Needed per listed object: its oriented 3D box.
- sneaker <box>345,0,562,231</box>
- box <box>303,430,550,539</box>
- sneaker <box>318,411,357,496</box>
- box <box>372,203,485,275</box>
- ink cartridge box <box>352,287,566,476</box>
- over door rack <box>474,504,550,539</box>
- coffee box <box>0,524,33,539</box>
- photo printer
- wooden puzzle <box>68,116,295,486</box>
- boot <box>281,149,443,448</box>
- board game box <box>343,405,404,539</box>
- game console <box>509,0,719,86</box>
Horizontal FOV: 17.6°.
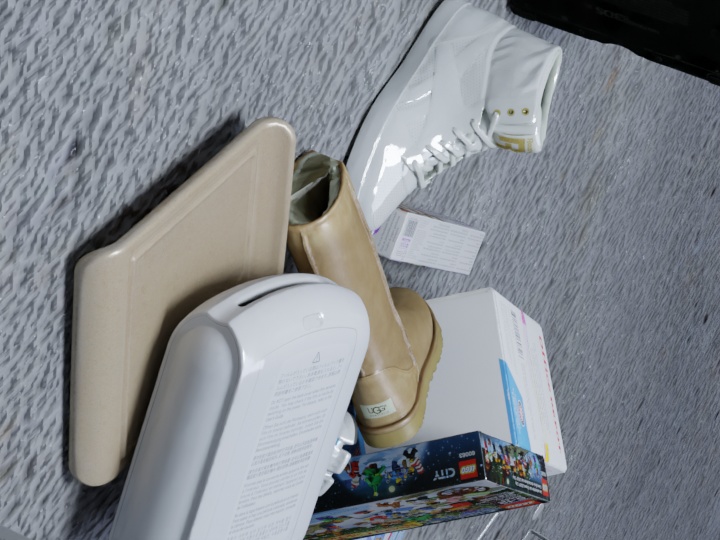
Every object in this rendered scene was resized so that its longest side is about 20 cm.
[{"bbox_3d":[0.072,-0.100,1.693,0.200,0.116,0.074,-60,161,-14],"label":"sneaker"},{"bbox_3d":[0.023,0.164,1.717,0.137,0.200,0.038,27,53,-62],"label":"box"},{"bbox_3d":[-0.093,0.161,1.631,0.200,0.087,0.075,-55,-157,12],"label":"sneaker"},{"bbox_3d":[0.046,-0.026,1.812,0.041,0.039,0.200,-68,160,5],"label":"box"},{"bbox_3d":[0.080,0.103,1.842,0.200,0.125,0.129,36,44,-70],"label":"ink cartridge box"},{"bbox_3d":[0.091,0.291,2.195,0.200,0.067,0.148,-42,155,-8],"label":"over door rack"},{"bbox_3d":[-0.250,0.242,1.275,0.200,0.080,0.114,-53,155,-36],"label":"coffee box"},{"bbox_3d":[-0.073,0.097,1.492,0.166,0.069,0.200,-13,125,-57],"label":"photo printer"},{"bbox_3d":[-0.116,0.016,1.457,0.200,0.037,0.185,-40,147,-44],"label":"wooden puzzle"},{"bbox_3d":[0.000,0.000,1.636,0.175,0.066,0.200,-92,163,-58],"label":"boot"},{"bbox_3d":[-0.009,0.212,1.927,0.151,0.037,0.200,-63,160,-14],"label":"board game box"},{"bbox_3d":[0.230,-0.230,1.834,0.116,0.200,0.176,-56,156,-32],"label":"game console"}]
